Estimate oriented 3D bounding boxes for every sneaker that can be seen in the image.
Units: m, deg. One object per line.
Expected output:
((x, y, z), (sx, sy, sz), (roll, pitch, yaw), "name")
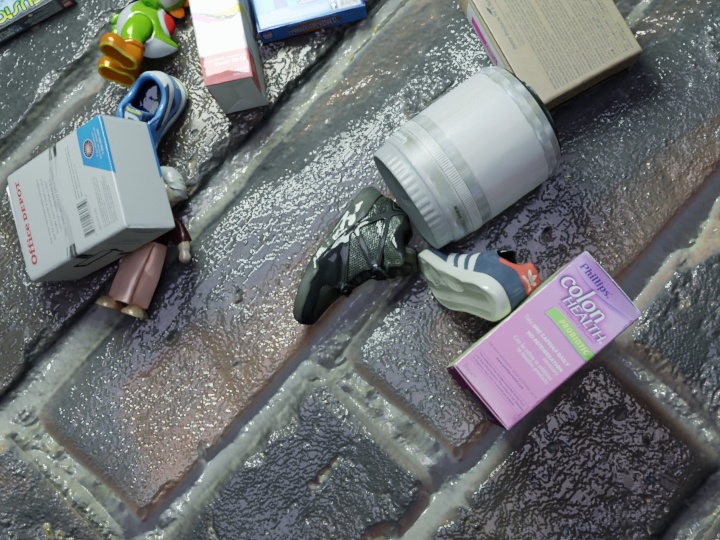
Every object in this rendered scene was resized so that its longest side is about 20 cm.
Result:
((0.000, 0.000, 1.116), (0.114, 0.076, 0.200), (34, 80, 16), "sneaker")
((0.145, 0.005, 1.066), (0.084, 0.200, 0.075), (-31, 115, -16), "sneaker")
((-0.302, -0.177, 1.156), (0.073, 0.082, 0.201), (22, 87, 5), "sneaker")

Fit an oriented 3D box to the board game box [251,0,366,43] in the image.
((-0.086, -0.429, 1.196), (0.151, 0.045, 0.202), (-13, 82, 2), "board game box")

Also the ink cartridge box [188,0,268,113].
((-0.179, -0.325, 1.151), (0.067, 0.116, 0.202), (-12, 82, 2), "ink cartridge box")

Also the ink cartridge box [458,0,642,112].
((0.246, -0.322, 1.148), (0.164, 0.075, 0.201), (-27, 82, 1), "ink cartridge box")

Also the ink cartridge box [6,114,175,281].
((-0.345, -0.086, 1.102), (0.199, 0.084, 0.147), (-22, 80, 33), "ink cartridge box")

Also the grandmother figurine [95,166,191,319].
((-0.276, -0.040, 1.148), (0.120, 0.061, 0.202), (16, 85, 5), "grandmother figurine")

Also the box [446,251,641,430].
((0.210, 0.088, 1.043), (0.200, 0.176, 0.097), (-41, 82, -3), "box")

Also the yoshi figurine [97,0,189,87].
((-0.304, -0.358, 1.167), (0.112, 0.112, 0.201), (6, 64, 26), "yoshi figurine")

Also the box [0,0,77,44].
((-0.512, -0.380, 1.219), (0.199, 0.035, 0.111), (-30, 82, -1), "box")

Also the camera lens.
((0.136, -0.143, 1.086), (0.199, 0.160, 0.161), (-35, 82, -2), "camera lens")
